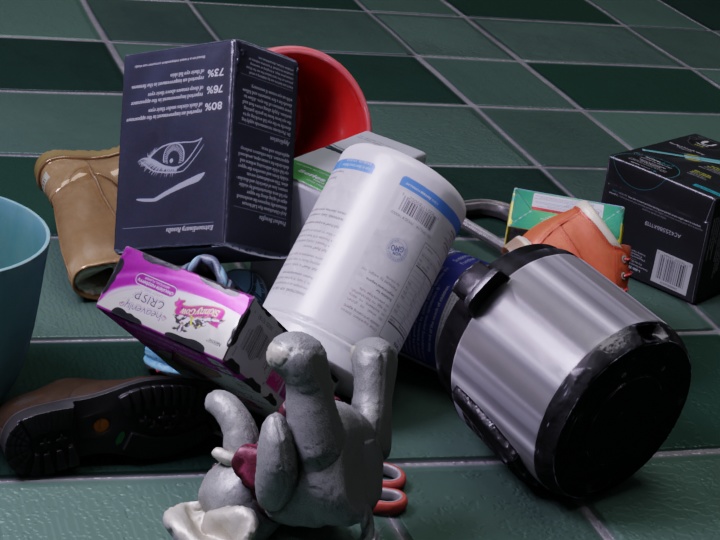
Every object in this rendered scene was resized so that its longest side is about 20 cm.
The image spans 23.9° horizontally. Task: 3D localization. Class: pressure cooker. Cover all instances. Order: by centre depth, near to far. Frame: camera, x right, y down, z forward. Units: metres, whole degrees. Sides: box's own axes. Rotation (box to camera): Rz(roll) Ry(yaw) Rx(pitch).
[{"bbox_3d":[0.165,0.077,1.473,0.177,0.178,0.200,-16,41,-34],"label":"pressure cooker"}]

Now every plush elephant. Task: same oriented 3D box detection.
[{"bbox_3d":[-0.062,0.146,1.296,0.153,0.203,0.164,-6,1,27],"label":"plush elephant"}]

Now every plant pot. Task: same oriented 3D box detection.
[{"bbox_3d":[-0.361,0.039,1.412,0.198,0.163,0.201,6,22,-3],"label":"plant pot"},{"bbox_3d":[-0.106,-0.168,1.986,0.198,0.203,0.177,-1,12,-21],"label":"plant pot"}]

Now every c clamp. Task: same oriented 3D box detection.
[{"bbox_3d":[0.164,-0.043,1.972,0.169,0.027,0.200,-6,27,-31],"label":"c clamp"}]

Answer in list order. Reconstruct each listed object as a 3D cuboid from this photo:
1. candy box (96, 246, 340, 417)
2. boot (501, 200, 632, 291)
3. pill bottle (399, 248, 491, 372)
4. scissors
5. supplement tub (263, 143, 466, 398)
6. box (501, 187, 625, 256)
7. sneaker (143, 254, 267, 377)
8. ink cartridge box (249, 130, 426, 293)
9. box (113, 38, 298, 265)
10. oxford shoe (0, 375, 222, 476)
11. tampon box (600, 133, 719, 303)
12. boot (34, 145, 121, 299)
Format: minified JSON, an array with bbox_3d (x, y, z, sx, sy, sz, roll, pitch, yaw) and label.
[{"bbox_3d":[-0.116,0.063,1.434,0.135,0.061,0.200,21,-14,28],"label":"candy box"},{"bbox_3d":[0.234,0.030,1.624,0.107,0.201,0.075,-34,-4,-10],"label":"boot"},{"bbox_3d":[0.057,0.028,1.648,0.199,0.117,0.115,23,26,31],"label":"pill bottle"},{"bbox_3d":[-0.054,0.163,1.419,0.198,0.014,0.073,13,25,8],"label":"scissors"},{"bbox_3d":[0.000,0.000,1.540,0.131,0.201,0.132,26,-14,7],"label":"supplement tub"},{"bbox_3d":[0.205,-0.019,1.766,0.116,0.049,0.200,10,-21,4],"label":"box"},{"bbox_3d":[-0.134,0.028,1.606,0.078,0.097,0.200,15,24,13],"label":"sneaker"},{"bbox_3d":[-0.022,-0.049,1.764,0.082,0.148,0.199,21,27,26],"label":"ink cartridge box"},{"bbox_3d":[-0.150,-0.110,1.651,0.147,0.203,0.104,-1,-7,36],"label":"box"},{"bbox_3d":[-0.207,0.113,1.412,0.198,0.074,0.084,-3,21,-27],"label":"oxford shoe"},{"bbox_3d":[0.388,-0.065,1.974,0.149,0.128,0.199,26,27,35],"label":"tampon box"},{"bbox_3d":[-0.241,-0.049,1.765,0.173,0.067,0.201,-7,39,-23],"label":"boot"}]
